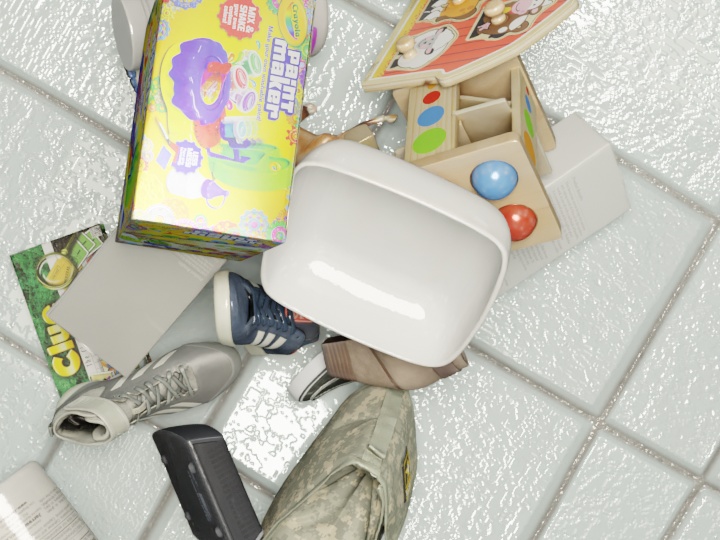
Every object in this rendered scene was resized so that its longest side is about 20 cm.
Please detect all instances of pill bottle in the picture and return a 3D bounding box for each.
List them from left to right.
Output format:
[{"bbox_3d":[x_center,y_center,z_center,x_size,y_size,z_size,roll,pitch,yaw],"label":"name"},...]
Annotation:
[{"bbox_3d":[-0.324,0.308,1.067,0.114,0.114,0.200,-36,92,1],"label":"pill bottle"},{"bbox_3d":[-0.139,-0.249,1.024,0.199,0.104,0.105,-14,92,-24],"label":"pill bottle"}]

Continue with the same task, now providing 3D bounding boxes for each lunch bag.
[{"bbox_3d":[-0.012,0.219,1.014,0.117,0.164,0.200,31,116,-1],"label":"lunch bag"}]

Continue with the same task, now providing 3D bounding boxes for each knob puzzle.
[{"bbox_3d":[0.111,-0.247,0.992,0.219,0.220,0.031,-29,124,1],"label":"knob puzzle"}]

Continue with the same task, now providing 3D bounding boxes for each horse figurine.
[{"bbox_3d":[-0.021,-0.083,1.088,0.132,0.050,0.201,-4,93,2],"label":"horse figurine"}]

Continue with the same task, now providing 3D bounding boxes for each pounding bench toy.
[{"bbox_3d":[0.074,-0.089,0.973,0.199,0.156,0.124,-15,133,22],"label":"pounding bench toy"}]

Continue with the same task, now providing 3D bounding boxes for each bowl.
[{"bbox_3d":[0.024,-0.020,0.895,0.199,0.200,0.075,24,48,1],"label":"bowl"}]

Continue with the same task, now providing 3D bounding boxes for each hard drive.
[{"bbox_3d":[-0.154,0.215,1.031,0.042,0.200,0.135,-23,91,-22],"label":"hard drive"}]

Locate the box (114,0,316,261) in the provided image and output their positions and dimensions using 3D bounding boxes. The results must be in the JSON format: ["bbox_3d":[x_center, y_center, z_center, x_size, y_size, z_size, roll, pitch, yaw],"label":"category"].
[{"bbox_3d":[-0.127,-0.121,0.870,0.121,0.193,0.201,9,83,-17],"label":"box"}]

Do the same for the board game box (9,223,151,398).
[{"bbox_3d":[-0.292,0.061,1.106,0.104,0.023,0.201,-20,92,2],"label":"board game box"}]

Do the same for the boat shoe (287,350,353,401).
[{"bbox_3d":[0.019,0.089,1.084,0.199,0.074,0.068,-33,77,-8],"label":"boat shoe"}]

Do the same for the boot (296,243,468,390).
[{"bbox_3d":[0.024,0.023,1.000,0.146,0.070,0.201,-9,110,14],"label":"boot"}]

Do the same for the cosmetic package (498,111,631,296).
[{"bbox_3d":[0.167,-0.059,1.059,0.200,0.071,0.102,-33,135,0],"label":"cosmetic package"}]

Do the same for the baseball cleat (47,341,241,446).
[{"bbox_3d":[-0.216,0.133,1.047,0.199,0.106,0.070,-21,106,3],"label":"baseball cleat"}]

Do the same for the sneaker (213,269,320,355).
[{"bbox_3d":[-0.087,0.041,1.017,0.084,0.200,0.075,-4,80,8],"label":"sneaker"}]

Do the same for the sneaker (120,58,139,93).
[{"bbox_3d":[-0.180,-0.163,1.074,0.085,0.077,0.201,-21,92,-4],"label":"sneaker"}]

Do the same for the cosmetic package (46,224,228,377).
[{"bbox_3d":[-0.205,-0.004,1.026,0.107,0.090,0.200,42,109,-9],"label":"cosmetic package"}]
